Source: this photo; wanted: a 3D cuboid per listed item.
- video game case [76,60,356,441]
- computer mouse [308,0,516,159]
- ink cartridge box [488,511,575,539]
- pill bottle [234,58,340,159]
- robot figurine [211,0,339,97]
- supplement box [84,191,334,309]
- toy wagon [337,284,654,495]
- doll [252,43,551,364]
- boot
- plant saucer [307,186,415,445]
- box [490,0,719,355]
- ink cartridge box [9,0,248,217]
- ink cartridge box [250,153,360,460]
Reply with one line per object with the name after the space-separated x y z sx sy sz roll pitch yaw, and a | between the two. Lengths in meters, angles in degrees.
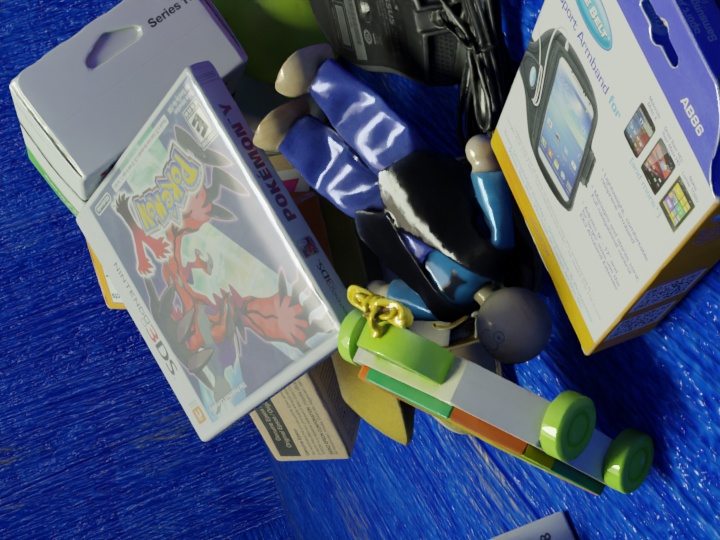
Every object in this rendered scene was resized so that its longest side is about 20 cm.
-0.098 -0.002 0.737 0.200 0.023 0.184 -38 81 49 | video game case
0.033 -0.149 0.665 0.200 0.052 0.140 38 148 51 | computer mouse
0.122 0.241 0.815 0.200 0.066 0.117 105 144 -72 | ink cartridge box
-0.079 -0.138 1.043 0.200 0.115 0.118 110 140 -72 | pill bottle
-0.075 -0.216 0.878 0.200 0.115 0.177 53 168 47 | robot figurine
-0.109 -0.012 0.811 0.198 0.066 0.070 3 112 46 | supplement box
0.054 0.062 0.601 0.154 0.040 0.199 21 173 43 | toy wagon
0.027 -0.027 0.628 0.200 0.048 0.137 45 133 17 | doll
0.066 0.023 0.730 0.154 0.071 0.203 -160 52 -73 | boot
0.000 0.000 0.872 0.200 0.048 0.203 -78 -24 -66 | plant saucer
0.108 -0.053 0.474 0.200 0.041 0.120 106 144 -68 | box
-0.169 -0.118 0.852 0.083 0.146 0.200 52 167 -2 | ink cartridge box
-0.044 0.026 0.955 0.202 0.074 0.166 -74 -30 -43 | ink cartridge box
